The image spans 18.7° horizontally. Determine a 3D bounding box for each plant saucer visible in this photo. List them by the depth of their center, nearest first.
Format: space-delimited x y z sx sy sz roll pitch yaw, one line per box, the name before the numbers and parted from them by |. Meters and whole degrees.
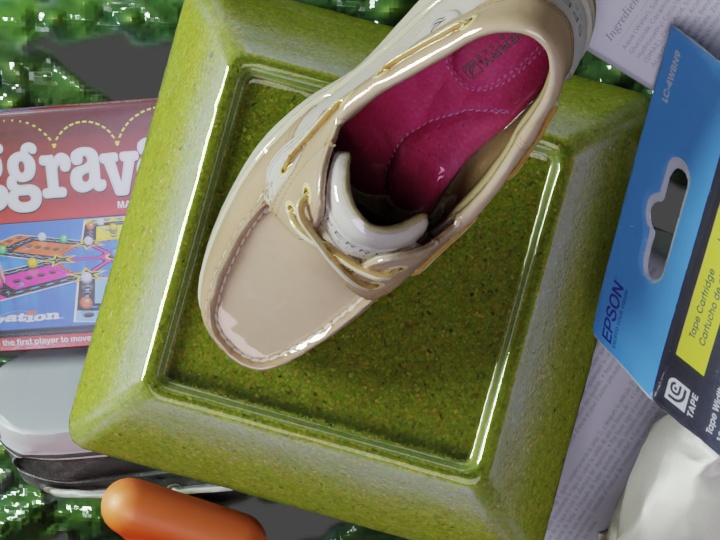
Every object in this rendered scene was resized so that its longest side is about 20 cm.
plant saucer | 0.000 0.000 0.867 0.200 0.048 0.200 15 89 2

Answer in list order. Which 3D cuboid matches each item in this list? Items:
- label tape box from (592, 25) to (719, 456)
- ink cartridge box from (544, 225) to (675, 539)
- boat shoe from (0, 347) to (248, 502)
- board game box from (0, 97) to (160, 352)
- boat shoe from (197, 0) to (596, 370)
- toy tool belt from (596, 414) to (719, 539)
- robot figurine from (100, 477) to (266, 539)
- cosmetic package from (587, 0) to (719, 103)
label tape box | 0.178 0.017 0.762 0.066 0.200 0.143 -15 132 -33
ink cartridge box | 0.093 0.049 0.941 0.200 0.057 0.163 35 114 13
boat shoe | -0.057 0.063 0.943 0.200 0.071 0.064 -2 136 10
board game box | -0.100 -0.020 0.922 0.200 0.019 0.103 -4 98 8
boat shoe | 0.004 -0.032 0.778 0.074 0.069 0.200 36 116 -10
toy tool belt | 0.170 0.149 0.836 0.200 0.125 0.123 31 91 27
robot figurine | -0.093 0.174 0.927 0.200 0.117 0.144 12 128 -34
cosmetic package | 0.092 -0.137 0.814 0.200 0.113 0.081 31 113 -10
